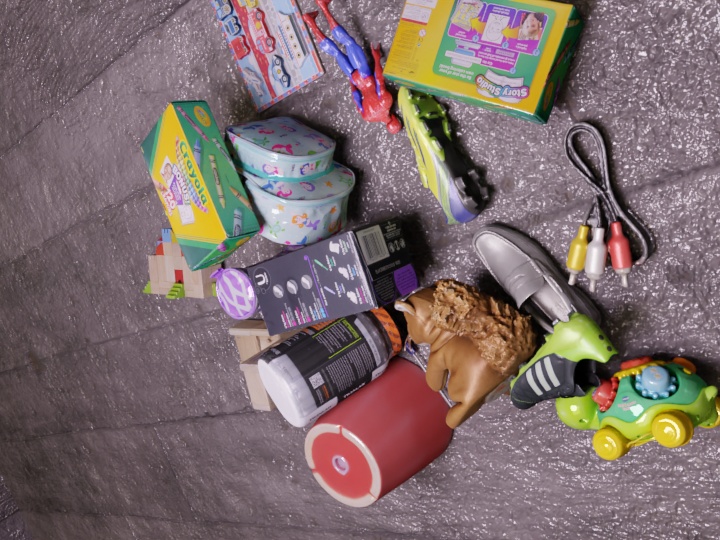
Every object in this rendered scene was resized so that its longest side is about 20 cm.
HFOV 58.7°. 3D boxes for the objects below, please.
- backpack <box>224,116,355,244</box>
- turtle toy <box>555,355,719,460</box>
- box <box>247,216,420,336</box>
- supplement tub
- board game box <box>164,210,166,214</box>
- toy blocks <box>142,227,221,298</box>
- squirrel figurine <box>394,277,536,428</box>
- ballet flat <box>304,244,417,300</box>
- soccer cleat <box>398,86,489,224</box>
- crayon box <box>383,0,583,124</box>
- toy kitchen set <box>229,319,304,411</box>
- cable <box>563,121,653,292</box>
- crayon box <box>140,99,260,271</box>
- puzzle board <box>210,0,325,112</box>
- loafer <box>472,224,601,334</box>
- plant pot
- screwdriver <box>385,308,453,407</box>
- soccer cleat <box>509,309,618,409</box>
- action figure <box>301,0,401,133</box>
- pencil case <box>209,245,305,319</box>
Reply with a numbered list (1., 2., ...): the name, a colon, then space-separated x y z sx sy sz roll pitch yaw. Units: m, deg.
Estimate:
1. backpack: -0.108 -0.129 0.932 0.200 0.177 0.151 39 130 26
2. turtle toy: 0.330 0.162 0.777 0.200 0.145 0.102 -30 70 43
3. box: -0.038 0.009 0.889 0.199 0.122 0.107 -18 92 36
4. supplement tub: -0.043 0.133 0.965 0.123 0.199 0.123 45 152 32
5. board game box: -0.277 -0.155 1.131 0.199 0.048 0.102 1 110 36
6. toy blocks: -0.335 -0.023 1.214 0.199 0.100 0.138 2 99 35
7. squirrel figurine: 0.138 0.080 0.875 0.187 0.141 0.201 51 149 29
8. ballet flat: 0.000 0.000 0.981 0.199 0.068 0.068 18 117 30
9. soccer cleat: 0.095 -0.152 0.851 0.084 0.065 0.201 -29 89 51
10. crayon box: 0.137 -0.256 0.743 0.199 0.058 0.119 24 101 25
11. toy kitchen set: -0.185 0.115 1.095 0.199 0.180 0.164 -2 107 36
12. cable: 0.286 -0.074 0.751 0.097 0.050 0.201 1 111 35
13. crayon box: -0.223 -0.115 0.881 0.119 0.058 0.201 -31 80 45
14. puzzle board: -0.148 -0.361 0.967 0.150 0.017 0.201 -17 99 40
15. loafer: 0.221 0.017 0.825 0.200 0.070 0.070 42 128 14
16. plant pot: 0.019 0.260 1.010 0.200 0.177 0.202 16 119 31
17. screwdriver: 0.095 0.143 1.006 0.200 0.029 0.028 50 130 3
18. soccer cleat: 0.242 0.132 0.786 0.081 0.067 0.201 52 149 26
19. action figure: -0.002 -0.276 0.877 0.065 0.052 0.201 -25 99 46
20. pencil case: -0.140 0.011 1.011 0.084 0.200 0.086 -35 86 30
